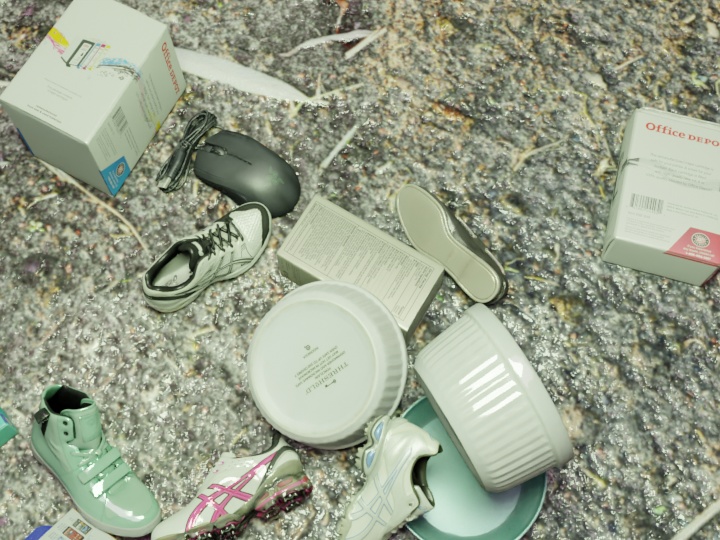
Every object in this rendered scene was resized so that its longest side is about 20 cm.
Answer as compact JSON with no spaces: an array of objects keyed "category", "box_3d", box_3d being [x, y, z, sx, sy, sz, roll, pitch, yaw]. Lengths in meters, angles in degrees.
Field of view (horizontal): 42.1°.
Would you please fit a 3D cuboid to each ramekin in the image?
[{"category":"ramekin","box_3d":[0.142,0.150,1.049,0.104,0.201,0.202,-31,70,-3]},{"category":"ramekin","box_3d":[-0.045,0.113,1.114,0.198,0.094,0.208,-1,86,12]}]

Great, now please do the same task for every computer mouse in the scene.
[{"category":"computer mouse","box_3d":[-0.174,-0.141,1.279,0.197,0.053,0.140,25,69,10]}]

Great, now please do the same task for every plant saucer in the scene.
[{"category":"plant saucer","box_3d":[0.126,0.243,1.130,0.195,0.036,0.204,0,67,0]}]

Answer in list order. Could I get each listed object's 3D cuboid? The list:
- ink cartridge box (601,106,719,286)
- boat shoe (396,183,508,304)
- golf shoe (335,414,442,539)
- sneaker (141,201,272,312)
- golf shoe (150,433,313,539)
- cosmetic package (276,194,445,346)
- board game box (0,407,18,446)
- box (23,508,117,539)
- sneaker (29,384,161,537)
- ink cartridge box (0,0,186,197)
[{"category":"ink cartridge box","box_3d":[0.412,-0.100,1.246,0.143,0.085,0.204,14,70,6]},{"category":"boat shoe","box_3d":[0.121,-0.033,1.241,0.067,0.057,0.201,-48,67,20]},{"category":"golf shoe","box_3d":[0.034,0.271,1.061,0.095,0.078,0.204,16,97,22]},{"category":"sneaker","box_3d":[-0.194,-0.020,1.203,0.199,0.088,0.076,-40,80,-11]},{"category":"golf shoe","box_3d":[-0.159,0.268,1.104,0.197,0.073,0.093,-23,63,-20]},{"category":"cosmetic package","box_3d":[0.000,0.000,1.210,0.198,0.073,0.104,31,71,12]},{"category":"board game box","box_3d":[-0.543,0.170,1.154,0.151,0.045,0.200,-38,72,-15]},{"category":"box","box_3d":[-0.307,0.355,1.050,0.198,0.042,0.119,32,35,10]},{"category":"sneaker","box_3d":[-0.308,0.219,1.088,0.199,0.119,0.074,35,43,14]},{"category":"ink cartridge box","box_3d":[-0.355,-0.242,1.269,0.142,0.148,0.202,25,69,10]}]
